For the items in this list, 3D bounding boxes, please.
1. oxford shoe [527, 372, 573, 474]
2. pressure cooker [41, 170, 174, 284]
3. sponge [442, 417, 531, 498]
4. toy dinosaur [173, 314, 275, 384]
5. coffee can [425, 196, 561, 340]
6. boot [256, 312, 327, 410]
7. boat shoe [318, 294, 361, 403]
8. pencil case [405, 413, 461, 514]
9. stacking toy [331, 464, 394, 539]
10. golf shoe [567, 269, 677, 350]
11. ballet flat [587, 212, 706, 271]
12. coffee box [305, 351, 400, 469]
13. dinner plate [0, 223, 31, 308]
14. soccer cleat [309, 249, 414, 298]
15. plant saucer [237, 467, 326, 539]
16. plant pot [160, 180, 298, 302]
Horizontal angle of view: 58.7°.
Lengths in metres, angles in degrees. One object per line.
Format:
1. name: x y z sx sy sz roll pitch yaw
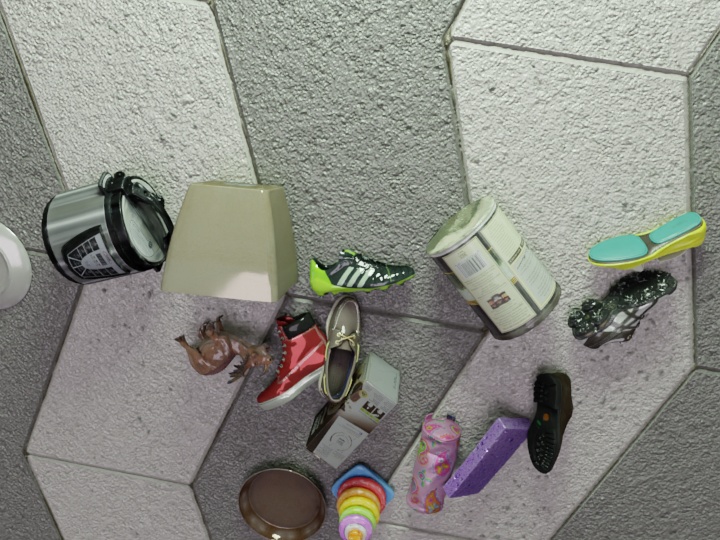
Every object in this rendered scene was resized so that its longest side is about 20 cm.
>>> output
1. oxford shoe: 0.375 0.294 1.231 0.084 0.072 0.203 -2 105 -36
2. pressure cooker: -0.433 -0.077 1.137 0.197 0.176 0.181 -12 86 10
3. sponge: 0.255 0.373 1.274 0.111 0.030 0.201 11 120 -44
4. toy dinosaur: -0.277 0.167 1.239 0.198 0.086 0.137 -22 95 30
5. coffee can: 0.229 -0.003 1.102 0.146 0.147 0.201 -36 103 18
6. boot: -0.152 0.172 1.259 0.199 0.073 0.145 -36 103 10
7. boat shoe: -0.034 0.147 1.203 0.071 0.059 0.203 13 88 -16
8. pencil case: 0.148 0.395 1.304 0.086 0.088 0.203 10 111 3
9. stacking toy: -0.005 0.510 1.300 0.116 0.200 0.110 41 110 -11
10. golf shoe: 0.477 0.074 1.153 0.198 0.078 0.095 -30 123 18
11. ballet flat: 0.498 -0.035 1.108 0.198 0.067 0.067 -21 129 12
12. coffee box: -0.014 0.274 1.257 0.079 0.113 0.201 36 110 -8
13. dinner plate: -0.758 -0.012 1.281 0.197 0.024 0.203 3 112 6
14. soccer cleat: 0.000 0.000 1.177 0.197 0.068 0.082 -7 98 9
15. plant saucer: -0.170 0.510 1.410 0.197 0.035 0.203 3 111 6
16. plant pot: -0.217 -0.061 1.115 0.197 0.200 0.180 5 101 4
